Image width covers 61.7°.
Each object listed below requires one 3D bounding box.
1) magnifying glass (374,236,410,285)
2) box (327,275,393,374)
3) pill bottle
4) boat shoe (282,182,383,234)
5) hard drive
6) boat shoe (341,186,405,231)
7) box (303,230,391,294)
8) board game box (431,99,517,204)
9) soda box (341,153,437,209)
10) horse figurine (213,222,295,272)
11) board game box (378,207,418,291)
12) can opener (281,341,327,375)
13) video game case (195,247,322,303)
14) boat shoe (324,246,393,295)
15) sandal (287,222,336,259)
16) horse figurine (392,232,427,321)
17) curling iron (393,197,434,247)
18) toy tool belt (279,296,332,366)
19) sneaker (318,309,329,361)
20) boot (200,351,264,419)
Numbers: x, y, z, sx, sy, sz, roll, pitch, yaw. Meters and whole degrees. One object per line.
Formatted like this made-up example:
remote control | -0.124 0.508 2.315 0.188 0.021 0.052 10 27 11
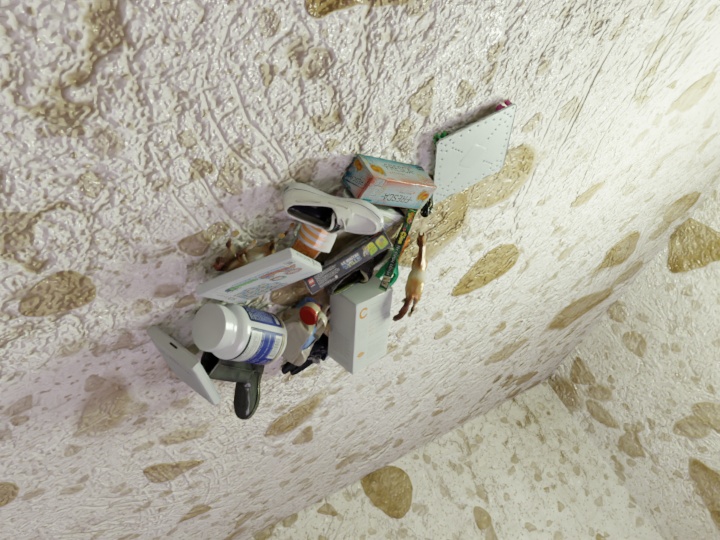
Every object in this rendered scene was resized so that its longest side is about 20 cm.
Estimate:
magnifying glass | 0.079 -0.012 1.506 0.078 0.023 0.202 -15 145 -32
box | -0.003 0.126 1.465 0.123 0.097 0.204 -23 130 -38
pill bottle | -0.254 0.133 1.275 0.115 0.117 0.199 -41 151 14
boat shoe | -0.048 -0.099 1.098 0.197 0.067 0.072 20 130 -21
hard drive | -0.363 0.200 1.249 0.027 0.131 0.201 -48 159 -25
boat shoe | 0.020 -0.120 1.226 0.065 0.075 0.201 -48 156 19
box | -0.034 -0.021 1.297 0.198 0.035 0.110 -31 -170 -5
board game box | 0.236 -0.253 1.298 0.197 0.026 0.201 -27 151 -13
soda box | 0.060 -0.172 1.188 0.198 0.069 0.064 1 138 -46
horse figurine | -0.204 -0.030 1.139 0.198 0.050 0.133 -16 156 -43
board game box | 0.088 -0.062 1.330 0.105 0.023 0.203 -70 179 -61
can opener | -0.146 0.230 1.582 0.062 0.080 0.200 16 140 -23
video game case | -0.189 0.015 1.162 0.196 0.024 0.182 -21 167 10
boat shoe | 0.000 0.000 1.393 0.197 0.065 0.074 -28 150 -14
sandal | -0.092 -0.053 1.194 0.078 0.060 0.208 18 128 -22
horse figurine | 0.131 0.027 1.467 0.133 0.049 0.203 101 7 -62
curling iron | 0.111 -0.095 1.388 0.025 0.050 0.201 -8 145 -39
toy tool belt | -0.126 0.120 1.419 0.201 0.124 0.123 -56 176 40
sneaker | -0.065 0.167 1.568 0.076 0.076 0.202 -10 144 -31
boot | -0.295 0.248 1.383 0.071 0.186 0.200 4 169 16
